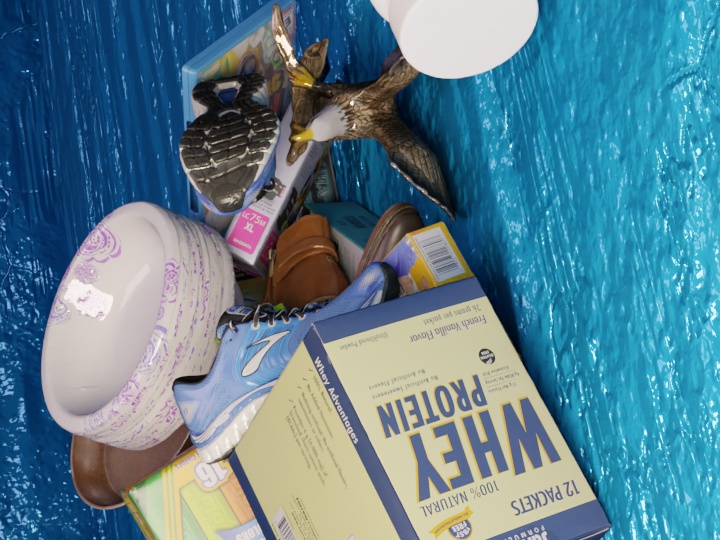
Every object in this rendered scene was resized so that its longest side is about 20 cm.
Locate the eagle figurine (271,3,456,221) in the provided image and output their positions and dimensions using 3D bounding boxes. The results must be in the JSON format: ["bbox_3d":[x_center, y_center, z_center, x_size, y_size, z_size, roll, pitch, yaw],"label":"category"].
[{"bbox_3d":[0.014,-0.123,1.528,0.199,0.151,0.152,4,144,45],"label":"eagle figurine"}]

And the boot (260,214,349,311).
[{"bbox_3d":[-0.075,0.060,1.674,0.200,0.076,0.156,-52,36,39],"label":"boot"}]

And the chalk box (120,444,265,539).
[{"bbox_3d":[-0.083,0.225,1.550,0.201,0.124,0.124,58,168,0],"label":"chalk box"}]

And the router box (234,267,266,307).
[{"bbox_3d":[-0.169,0.021,1.970,0.157,0.199,0.052,79,178,-62],"label":"router box"}]

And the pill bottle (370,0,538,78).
[{"bbox_3d":[0.047,-0.233,1.336,0.114,0.113,0.201,103,156,-49],"label":"pill bottle"}]

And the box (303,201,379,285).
[{"bbox_3d":[0.000,0.000,1.696,0.200,0.049,0.083,-140,48,-69],"label":"box"}]

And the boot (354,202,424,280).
[{"bbox_3d":[0.047,0.053,1.549,0.097,0.074,0.201,27,120,44],"label":"boot"}]

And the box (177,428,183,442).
[{"bbox_3d":[-0.062,0.208,1.736,0.200,0.183,0.105,-114,23,-50],"label":"box"}]

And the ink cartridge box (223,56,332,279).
[{"bbox_3d":[-0.059,-0.093,1.731,0.119,0.042,0.201,68,-135,-84],"label":"ink cartridge box"}]

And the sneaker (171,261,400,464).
[{"bbox_3d":[-0.059,0.053,1.428,0.089,0.200,0.079,54,-166,7],"label":"sneaker"}]

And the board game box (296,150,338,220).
[{"bbox_3d":[-0.041,-0.006,1.880,0.135,0.028,0.201,124,140,-66],"label":"board game box"}]

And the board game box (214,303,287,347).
[{"bbox_3d":[-0.038,0.125,1.532,0.201,0.047,0.102,60,167,-2],"label":"board game box"}]

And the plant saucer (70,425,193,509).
[{"bbox_3d":[-0.183,0.121,1.750,0.200,0.034,0.201,-31,43,35],"label":"plant saucer"}]

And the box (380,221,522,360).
[{"bbox_3d":[0.031,0.065,1.476,0.119,0.041,0.200,60,140,15],"label":"box"}]

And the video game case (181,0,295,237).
[{"bbox_3d":[-0.102,-0.124,1.726,0.018,0.143,0.201,24,134,25],"label":"video game case"}]

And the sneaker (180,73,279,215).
[{"bbox_3d":[-0.093,-0.084,1.548,0.200,0.078,0.090,-90,-11,-66],"label":"sneaker"}]

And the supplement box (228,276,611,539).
[{"bbox_3d":[0.033,0.149,1.341,0.201,0.134,0.200,62,148,20],"label":"supplement box"}]

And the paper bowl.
[{"bbox_3d":[-0.173,0.051,1.654,0.200,0.104,0.202,-28,52,43],"label":"paper bowl"}]
